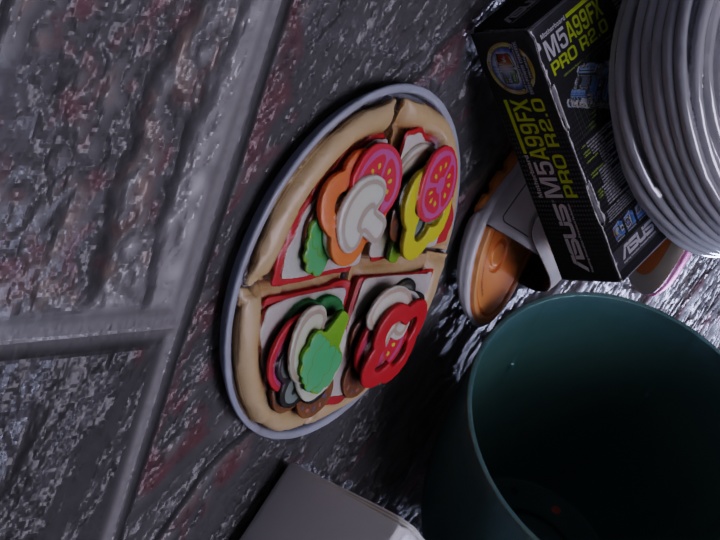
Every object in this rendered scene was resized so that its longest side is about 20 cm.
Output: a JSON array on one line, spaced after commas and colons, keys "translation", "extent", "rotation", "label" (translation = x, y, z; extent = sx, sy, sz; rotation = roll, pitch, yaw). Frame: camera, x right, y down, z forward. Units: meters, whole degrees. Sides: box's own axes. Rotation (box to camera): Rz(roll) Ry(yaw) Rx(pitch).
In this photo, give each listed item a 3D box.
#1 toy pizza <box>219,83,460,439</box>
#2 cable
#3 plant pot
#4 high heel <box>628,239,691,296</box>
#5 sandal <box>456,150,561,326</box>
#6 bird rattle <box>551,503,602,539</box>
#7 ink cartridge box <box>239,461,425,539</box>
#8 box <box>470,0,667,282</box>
[{"translation": [0.000, 0.000, 1.102], "extent": [0.200, 0.032, 0.201], "rotation": [-39, 143, -38], "label": "toy pizza"}, {"translation": [0.218, -0.107, 1.180], "extent": [0.200, 0.069, 0.200], "rotation": [-54, 126, -30], "label": "cable"}, {"translation": [0.126, 0.140, 1.266], "extent": [0.200, 0.201, 0.161], "rotation": [-38, 167, -39], "label": "plant pot"}, {"translation": [0.228, -0.079, 1.385], "extent": [0.096, 0.067, 0.201], "rotation": [7, 94, -50], "label": "high heel"}, {"translation": [0.126, -0.055, 1.239], "extent": [0.207, 0.059, 0.079], "rotation": [-59, 151, -9], "label": "sandal"}, {"translation": [0.163, 0.179, 1.387], "extent": [0.113, 0.163, 0.200], "rotation": [98, 7, -74], "label": "bird rattle"}, {"translation": [-0.039, 0.226, 1.165], "extent": [0.200, 0.083, 0.147], "rotation": [-56, 151, -14], "label": "ink cartridge box"}, {"translation": [0.160, -0.112, 1.203], "extent": [0.200, 0.044, 0.160], "rotation": [-42, 119, -36], "label": "box"}]
